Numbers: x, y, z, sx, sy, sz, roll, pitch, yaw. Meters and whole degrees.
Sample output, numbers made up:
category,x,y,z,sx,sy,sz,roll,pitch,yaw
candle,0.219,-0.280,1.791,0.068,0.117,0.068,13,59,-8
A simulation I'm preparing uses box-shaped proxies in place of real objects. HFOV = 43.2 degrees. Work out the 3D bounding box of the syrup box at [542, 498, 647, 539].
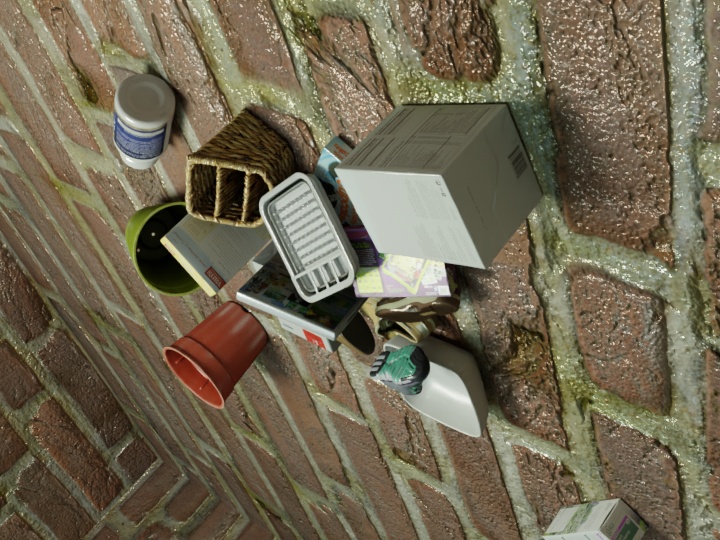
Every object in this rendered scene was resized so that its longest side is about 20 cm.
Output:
category,x,y,z,sx,sy,sz,roll,pitch,yaw
syrup box,0.435,0.489,1.697,0.081,0.079,0.200,45,153,-2

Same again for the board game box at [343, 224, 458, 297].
category,x,y,z,sx,sy,sz,roll,pitch,yaw
board game box,0.060,-0.017,1.461,0.198,0.032,0.121,-1,112,41

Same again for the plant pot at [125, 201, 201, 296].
category,x,y,z,sx,sy,sz,roll,pitch,yaw
plant pot,-0.429,-0.063,2.001,0.192,0.200,0.201,21,148,57

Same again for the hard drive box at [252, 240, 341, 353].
category,x,y,z,sx,sy,sz,roll,pitch,yaw
hard drive box,-0.112,0.050,1.827,0.155,0.077,0.201,21,146,38

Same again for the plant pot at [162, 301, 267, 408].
category,x,y,z,sx,sy,sz,roll,pitch,yaw
plant pot,-0.340,0.194,2.211,0.200,0.195,0.202,33,151,21

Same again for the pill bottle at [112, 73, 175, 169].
category,x,y,z,sx,sy,sz,roll,pitch,yaw
pill bottle,-0.418,-0.277,1.743,0.111,0.111,0.200,42,153,3

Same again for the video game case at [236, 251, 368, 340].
category,x,y,z,sx,sy,sz,roll,pitch,yaw
video game case,-0.092,0.034,1.630,0.198,0.182,0.022,22,128,16

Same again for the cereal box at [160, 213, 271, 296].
category,x,y,z,sx,sy,sz,roll,pitch,yaw
cereal box,-0.261,-0.070,1.723,0.144,0.200,0.039,49,152,-11

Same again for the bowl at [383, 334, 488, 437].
category,x,y,z,sx,sy,sz,roll,pitch,yaw
bowl,0.150,0.199,1.683,0.199,0.075,0.201,19,144,38

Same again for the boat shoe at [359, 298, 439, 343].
category,x,y,z,sx,sy,sz,roll,pitch,yaw
boat shoe,0.048,0.085,1.654,0.199,0.076,0.072,13,144,49

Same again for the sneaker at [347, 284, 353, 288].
category,x,y,z,sx,sy,sz,roll,pitch,yaw
sneaker,0.000,0.000,1.580,0.199,0.090,0.068,4,124,51

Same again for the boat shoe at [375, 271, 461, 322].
category,x,y,z,sx,sy,sz,roll,pitch,yaw
boat shoe,0.100,0.040,1.536,0.074,0.076,0.201,20,160,-34

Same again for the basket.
category,x,y,z,sx,sy,sz,roll,pitch,yaw
basket,-0.210,-0.150,1.599,0.142,0.149,0.200,39,152,8

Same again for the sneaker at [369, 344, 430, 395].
category,x,y,z,sx,sy,sz,roll,pitch,yaw
sneaker,0.092,0.183,1.601,0.087,0.075,0.200,36,166,-15

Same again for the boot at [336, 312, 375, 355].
category,x,y,z,sx,sy,sz,roll,pitch,yaw
boot,-0.058,0.096,1.715,0.200,0.074,0.075,40,131,-13

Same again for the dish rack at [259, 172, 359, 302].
category,x,y,z,sx,sy,sz,roll,pitch,yaw
dish rack,-0.080,-0.058,1.521,0.171,0.043,0.202,-25,92,52

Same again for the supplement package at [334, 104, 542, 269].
category,x,y,z,sx,sy,sz,roll,pitch,yaw
supplement package,0.104,-0.117,1.212,0.199,0.151,0.153,10,139,47

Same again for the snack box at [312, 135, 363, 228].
category,x,y,z,sx,sy,sz,roll,pitch,yaw
snack box,-0.029,-0.126,1.505,0.116,0.037,0.200,40,153,4
